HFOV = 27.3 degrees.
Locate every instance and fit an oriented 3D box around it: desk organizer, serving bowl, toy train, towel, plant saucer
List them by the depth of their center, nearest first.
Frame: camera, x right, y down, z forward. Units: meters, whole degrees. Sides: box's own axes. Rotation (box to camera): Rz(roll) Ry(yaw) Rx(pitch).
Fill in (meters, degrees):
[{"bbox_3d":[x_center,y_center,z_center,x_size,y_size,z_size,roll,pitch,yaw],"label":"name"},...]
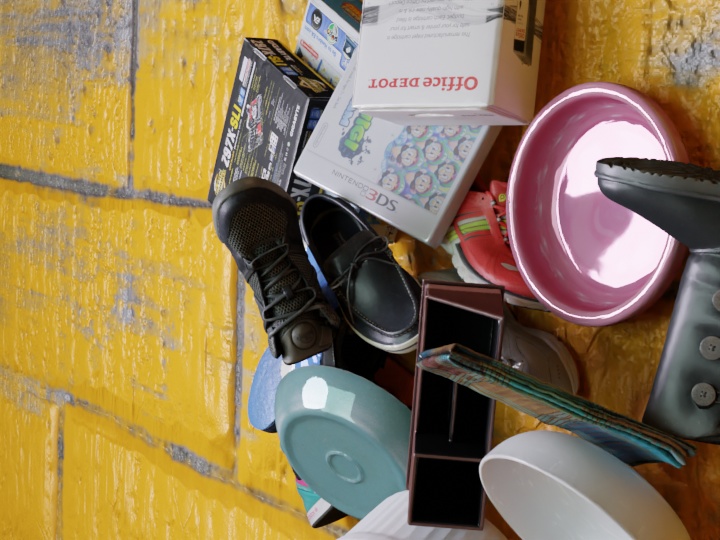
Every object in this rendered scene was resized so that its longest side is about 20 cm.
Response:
[{"bbox_3d":[0.146,0.106,1.147,0.147,0.200,0.022,138,155,-80],"label":"towel"},{"bbox_3d":[0.192,0.195,1.187,0.200,0.066,0.200,37,160,16],"label":"serving bowl"},{"bbox_3d":[0.204,-0.054,1.222,0.200,0.051,0.201,2,92,53],"label":"plant saucer"},{"bbox_3d":[0.080,0.116,1.265,0.077,0.072,0.200,-80,-6,-72],"label":"desk organizer"},{"bbox_3d":[-0.007,0.178,1.415,0.200,0.036,0.200,23,139,21],"label":"plant saucer"},{"bbox_3d":[0.059,0.100,1.443,0.200,0.085,0.116,37,105,46],"label":"toy train"}]

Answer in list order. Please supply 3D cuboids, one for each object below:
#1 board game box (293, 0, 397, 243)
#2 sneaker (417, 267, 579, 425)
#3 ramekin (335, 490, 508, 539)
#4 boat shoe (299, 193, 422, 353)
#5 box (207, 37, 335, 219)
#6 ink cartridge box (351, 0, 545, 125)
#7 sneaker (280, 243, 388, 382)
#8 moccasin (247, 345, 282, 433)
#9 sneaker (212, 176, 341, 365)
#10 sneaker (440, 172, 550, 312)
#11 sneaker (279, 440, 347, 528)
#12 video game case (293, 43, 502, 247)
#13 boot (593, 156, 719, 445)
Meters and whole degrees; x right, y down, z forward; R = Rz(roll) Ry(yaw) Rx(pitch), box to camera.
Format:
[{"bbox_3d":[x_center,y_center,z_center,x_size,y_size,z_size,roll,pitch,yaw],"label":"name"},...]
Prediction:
[{"bbox_3d":[-0.009,-0.159,1.540,0.200,0.056,0.196,48,130,44],"label":"board game box"},{"bbox_3d":[0.114,0.069,1.333,0.200,0.092,0.076,51,131,41],"label":"sneaker"},{"bbox_3d":[0.064,0.297,1.351,0.200,0.098,0.201,24,135,26],"label":"ramekin"},{"bbox_3d":[0.000,0.000,1.351,0.075,0.062,0.200,-36,50,1],"label":"boat shoe"},{"bbox_3d":[-0.093,-0.125,1.576,0.160,0.049,0.200,47,129,48],"label":"box"},{"bbox_3d":[0.082,-0.230,1.308,0.147,0.083,0.200,4,85,34],"label":"ink cartridge box"},{"bbox_3d":[-0.011,0.026,1.432,0.111,0.077,0.200,0,75,48],"label":"sneaker"},{"bbox_3d":[-0.048,0.085,1.561,0.080,0.068,0.200,35,99,43],"label":"moccasin"},{"bbox_3d":[-0.069,0.006,1.315,0.199,0.076,0.114,73,170,-49],"label":"sneaker"},{"bbox_3d":[0.121,-0.037,1.339,0.200,0.077,0.085,50,122,40],"label":"sneaker"},{"bbox_3d":[-0.021,0.179,1.559,0.121,0.084,0.200,62,141,19],"label":"sneaker"},{"bbox_3d":[0.048,-0.145,1.381,0.182,0.024,0.200,29,93,36],"label":"video game case"},{"bbox_3d":[0.241,0.024,1.111,0.165,0.066,0.200,13,107,20],"label":"boot"}]
